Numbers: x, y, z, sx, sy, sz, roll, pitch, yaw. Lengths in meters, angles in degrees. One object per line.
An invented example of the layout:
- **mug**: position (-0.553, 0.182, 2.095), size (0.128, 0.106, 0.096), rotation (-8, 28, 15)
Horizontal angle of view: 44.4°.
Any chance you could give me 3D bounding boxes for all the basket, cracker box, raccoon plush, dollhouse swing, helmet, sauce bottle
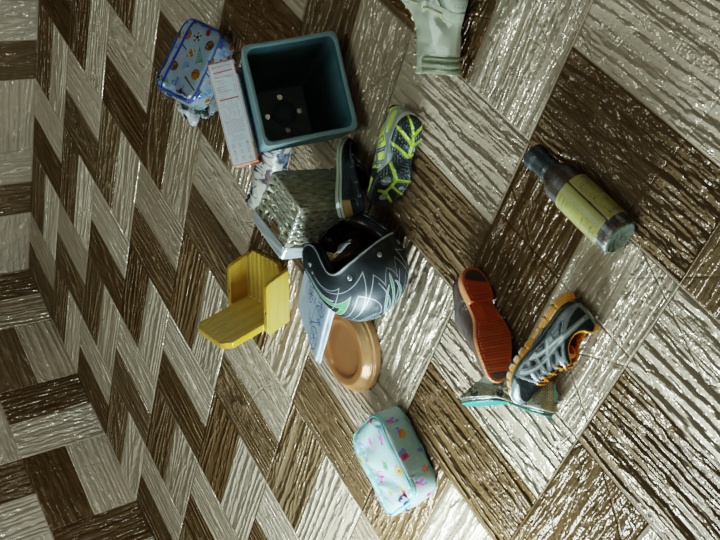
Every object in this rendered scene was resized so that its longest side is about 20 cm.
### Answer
- **basket**: position (-0.094, -0.119, 1.773), size (0.136, 0.197, 0.125), rotation (51, 133, 33)
- **cracker box**: position (-0.250, -0.311, 1.769), size (0.134, 0.057, 0.204), rotation (-111, 9, -84)
- **raccoon plush**: position (-0.401, -0.465, 2.247), size (0.203, 0.096, 0.134), rotation (-66, 26, 2)
- **dollhouse swing**: position (-0.296, 0.067, 2.145), size (0.199, 0.173, 0.185), rotation (25, 120, 51)
- **helmet**: position (0.000, 0.000, 1.680), size (0.190, 0.198, 0.203), rotation (37, 130, 32)
- **sauce bottle**: position (0.315, -0.111, 1.291), size (0.201, 0.064, 0.065), rotation (54, 140, 33)

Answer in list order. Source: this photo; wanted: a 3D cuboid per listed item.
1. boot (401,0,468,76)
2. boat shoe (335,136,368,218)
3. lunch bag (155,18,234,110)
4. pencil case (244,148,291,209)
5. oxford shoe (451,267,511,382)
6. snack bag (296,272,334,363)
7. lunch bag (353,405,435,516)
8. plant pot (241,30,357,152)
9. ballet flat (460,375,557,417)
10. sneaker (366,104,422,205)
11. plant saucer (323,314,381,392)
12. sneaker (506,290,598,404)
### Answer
- **boot**: position (0.105, -0.415, 1.498), size (0.199, 0.071, 0.157), rotation (29, 126, 48)
- **boat shoe**: position (-0.015, -0.182, 1.718), size (0.075, 0.061, 0.202), rotation (75, -168, -47)
- **lunch bag**: position (-0.404, -0.495, 2.127), size (0.159, 0.075, 0.202), rotation (31, 93, 26)
- **pencil case**: position (-0.210, -0.230, 2.011), size (0.089, 0.077, 0.202), rotation (37, 131, 25)
- **oxford shoe**: position (0.205, 0.100, 1.516), size (0.073, 0.070, 0.203), rotation (132, 132, -56)
- **snack bag**: position (-0.098, 0.069, 1.954), size (0.201, 0.021, 0.191), rotation (-115, 32, -49)
- **lunch bag**: position (0.065, 0.396, 1.805), size (0.202, 0.076, 0.161), rotation (64, 144, 20)
- **plant pot**: position (-0.140, -0.339, 1.781), size (0.200, 0.192, 0.200), rotation (160, 96, -74)
- **ballet flat**: position (0.253, 0.200, 1.492), size (0.198, 0.067, 0.077), rotation (-2, 77, 50)
- **sneaker**: position (0.059, -0.212, 1.641), size (0.077, 0.074, 0.202), rotation (62, 139, 46)
- **plant saucer**: position (-0.027, 0.166, 1.905), size (0.199, 0.037, 0.204), rotation (22, 117, 51)
- **sneaker**: position (0.294, 0.133, 1.369), size (0.077, 0.078, 0.202), rotation (40, 119, 28)
